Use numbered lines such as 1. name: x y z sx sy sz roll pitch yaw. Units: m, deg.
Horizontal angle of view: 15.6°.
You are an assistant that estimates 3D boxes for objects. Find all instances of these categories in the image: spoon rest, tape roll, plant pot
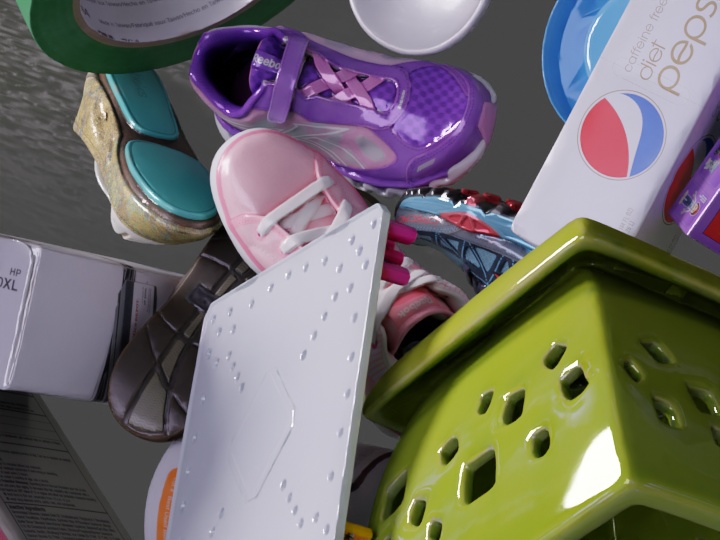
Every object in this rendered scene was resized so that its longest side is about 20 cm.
1. spoon rest: 0.053 -0.219 1.487 0.099 0.061 0.200 24 94 32
2. tape roll: -0.104 -0.191 1.494 0.200 0.200 0.048 -36 66 21
3. plant pot: 0.121 0.101 1.260 0.199 0.200 0.182 -41 43 36

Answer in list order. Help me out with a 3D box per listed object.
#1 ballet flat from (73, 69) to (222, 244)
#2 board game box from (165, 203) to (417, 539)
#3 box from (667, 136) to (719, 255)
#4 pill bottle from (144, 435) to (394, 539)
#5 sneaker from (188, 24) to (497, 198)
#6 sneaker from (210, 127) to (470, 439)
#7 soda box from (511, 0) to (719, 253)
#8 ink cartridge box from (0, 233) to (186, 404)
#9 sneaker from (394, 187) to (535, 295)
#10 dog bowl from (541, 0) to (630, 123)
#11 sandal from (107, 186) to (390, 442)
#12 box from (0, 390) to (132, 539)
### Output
1. ballet flat: -0.127 -0.055 1.537 0.071 0.071 0.200 -49 34 15
2. board game box: -0.040 0.087 1.337 0.200 0.026 0.201 -30 46 56
3. box: 0.265 -0.071 1.297 0.200 0.137 0.039 -55 19 11
4. pill bottle: -0.011 0.148 1.437 0.200 0.109 0.110 10 87 32
5. sneaker: -0.019 -0.099 1.484 0.200 0.088 0.081 11 73 34
6. sneaker: 0.000 0.000 1.420 0.075 0.105 0.200 -35 92 -19
7. soda box: 0.156 -0.089 1.329 0.064 0.068 0.200 28 92 23
8. ink cartridge box: -0.187 0.026 1.510 0.144 0.200 0.084 11 88 32
9. sneaker: 0.092 0.017 1.415 0.200 0.079 0.096 23 96 32
10. dog bowl: 0.193 -0.104 1.390 0.200 0.050 0.112 19 92 31
11. sandal: -0.064 0.025 1.490 0.082 0.055 0.200 35 70 15
12. box: -0.228 0.153 1.557 0.109 0.128 0.200 -45 63 17
